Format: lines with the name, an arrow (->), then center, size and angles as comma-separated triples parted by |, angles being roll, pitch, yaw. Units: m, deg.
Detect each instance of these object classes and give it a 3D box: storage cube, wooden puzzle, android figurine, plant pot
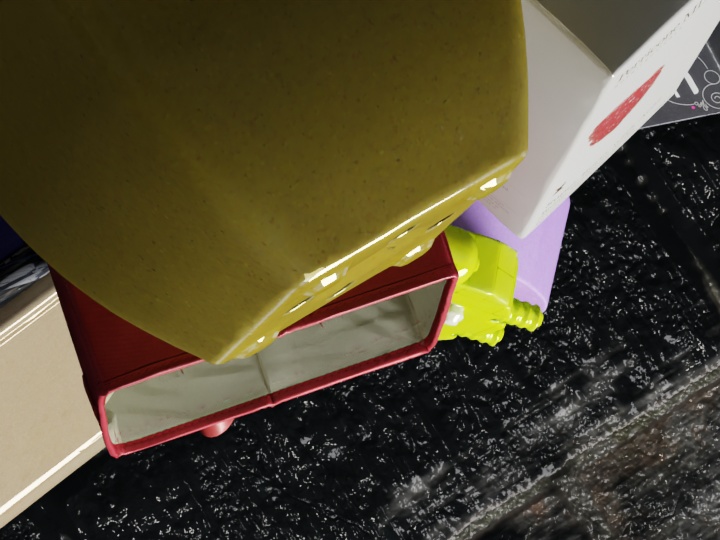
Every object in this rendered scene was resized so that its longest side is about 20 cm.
storage cube -> -0.068, -0.034, 1.321 | 0.170, 0.181, 0.200 | -18, 170, -7
wooden puzzle -> -0.171, 0.054, 1.616 | 0.185, 0.037, 0.200 | -37, 153, -19
android figurine -> 0.000, 0.000, 1.505 | 0.199, 0.041, 0.182 | 19, 161, -23
plant pot -> -0.048, -0.083, 1.100 | 0.194, 0.200, 0.195 | -30, 175, -27

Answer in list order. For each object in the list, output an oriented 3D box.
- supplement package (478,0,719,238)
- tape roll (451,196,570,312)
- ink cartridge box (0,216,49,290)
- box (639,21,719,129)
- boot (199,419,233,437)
supplement package -> 0.090, -0.124, 1.299 | 0.121, 0.120, 0.200 | -43, 171, -19
tape roll -> 0.016, -0.031, 1.609 | 0.200, 0.199, 0.066 | 90, 13, -78
ink cartridge box -> -0.207, -0.020, 1.670 | 0.099, 0.039, 0.200 | -34, 174, 23
box -> 0.167, -0.175, 1.525 | 0.132, 0.115, 0.200 | -10, -149, 41
boot -> -0.124, 0.041, 1.750 | 0.072, 0.145, 0.200 | -33, -179, 3
